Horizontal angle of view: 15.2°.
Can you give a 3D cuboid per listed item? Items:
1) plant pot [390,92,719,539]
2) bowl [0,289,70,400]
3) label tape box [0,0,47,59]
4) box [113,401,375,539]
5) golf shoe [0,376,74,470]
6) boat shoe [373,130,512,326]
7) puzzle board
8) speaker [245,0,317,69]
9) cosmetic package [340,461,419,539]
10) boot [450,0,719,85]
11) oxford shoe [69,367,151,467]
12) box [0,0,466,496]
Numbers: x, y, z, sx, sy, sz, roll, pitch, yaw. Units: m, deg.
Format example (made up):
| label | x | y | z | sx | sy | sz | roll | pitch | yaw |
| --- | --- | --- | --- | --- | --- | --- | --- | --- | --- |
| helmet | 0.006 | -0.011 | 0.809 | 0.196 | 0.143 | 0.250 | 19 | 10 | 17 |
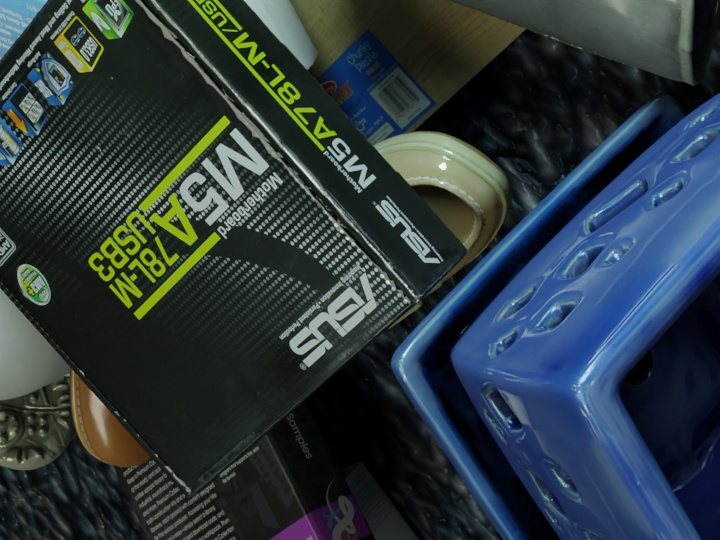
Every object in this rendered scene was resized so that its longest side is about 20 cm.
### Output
| label | x | y | z | sx | sy | sz | roll | pitch | yaw |
| --- | --- | --- | --- | --- | --- | --- | --- | --- | --- |
| plant pot | 0.142 | 0.046 | 1.049 | 0.200 | 0.200 | 0.179 | 54 | 158 | -20 |
| bowl | -0.213 | -0.009 | 1.316 | 0.200 | 0.090 | 0.202 | 29 | 141 | 27 |
| label tape box | -0.149 | -0.080 | 1.310 | 0.144 | 0.063 | 0.201 | 24 | 140 | 33 |
| box | -0.079 | 0.081 | 1.373 | 0.143 | 0.036 | 0.201 | -38 | 77 | 51 |
| golf shoe | -0.210 | 0.058 | 1.485 | 0.200 | 0.078 | 0.097 | 37 | 165 | 40 |
| boat shoe | 0.000 | 0.000 | 1.242 | 0.072 | 0.065 | 0.200 | 38 | 145 | -15 |
| puzzle board | -0.004 | -0.137 | 1.179 | 0.151 | 0.017 | 0.200 | 47 | 142 | -2 |
| speaker | -0.096 | -0.159 | 1.167 | 0.081 | 0.081 | 0.201 | -9 | 116 | 46 |
| cosmetic package | -0.026 | 0.196 | 1.458 | 0.200 | 0.052 | 0.151 | -25 | 102 | 49 |
| boot | 0.047 | -0.168 | 1.051 | 0.199 | 0.073 | 0.183 | 19 | 138 | 27 |
| oxford shoe | -0.084 | 0.018 | 1.258 | 0.201 | 0.071 | 0.071 | -67 | 31 | 26 |
| box | -0.080 | -0.023 | 1.151 | 0.193 | 0.047 | 0.200 | 50 | 136 | 1 |
